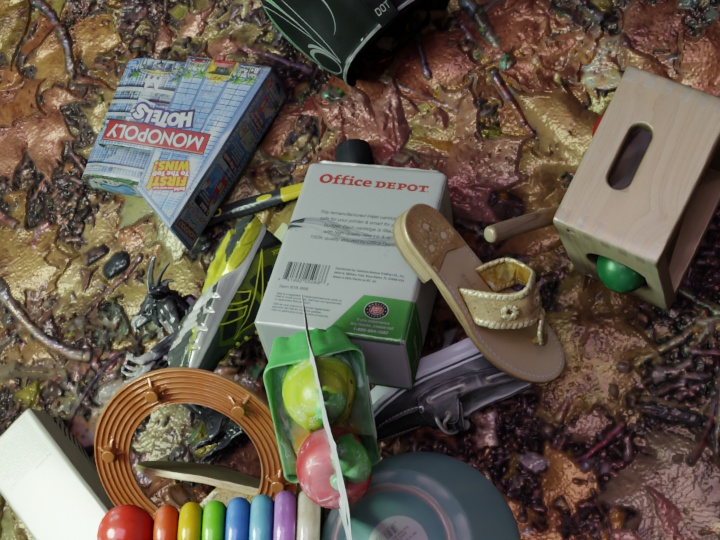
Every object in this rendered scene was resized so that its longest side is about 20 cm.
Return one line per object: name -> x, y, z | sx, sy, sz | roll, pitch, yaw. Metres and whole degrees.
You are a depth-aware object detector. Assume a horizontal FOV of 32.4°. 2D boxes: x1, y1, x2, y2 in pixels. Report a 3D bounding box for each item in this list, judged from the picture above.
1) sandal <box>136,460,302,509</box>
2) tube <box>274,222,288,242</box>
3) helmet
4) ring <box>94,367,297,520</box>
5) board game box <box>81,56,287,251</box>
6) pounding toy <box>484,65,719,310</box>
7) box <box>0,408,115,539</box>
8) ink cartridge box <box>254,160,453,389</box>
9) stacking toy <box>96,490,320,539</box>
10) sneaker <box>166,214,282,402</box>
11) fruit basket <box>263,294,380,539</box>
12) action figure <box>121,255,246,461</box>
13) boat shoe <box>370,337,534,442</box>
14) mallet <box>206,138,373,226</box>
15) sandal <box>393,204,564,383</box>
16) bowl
sandal -> -0.126, 0.229, 1.205 | 0.209, 0.078, 0.071 | 2, 89, 17
tube -> -0.028, 0.023, 1.252 | 0.199, 0.058, 0.052 | 30, 123, 26
helmet -> -0.020, -0.312, 1.283 | 0.200, 0.200, 0.191 | -39, 83, 3
ring -> -0.156, 0.184, 1.154 | 0.198, 0.019, 0.203 | 3, 113, 8
board game box -> -0.205, -0.131, 1.333 | 0.198, 0.062, 0.202 | 10, 69, 20
pounding toy -> 0.232, -0.064, 1.117 | 0.141, 0.184, 0.202 | 25, 82, 23
box -> -0.294, 0.240, 1.257 | 0.082, 0.068, 0.200 | -44, 66, 1
ink cartridge box -> 0.000, 0.000, 1.181 | 0.145, 0.083, 0.202 | 7, 55, 16
stacking toy -> -0.136, 0.236, 1.110 | 0.197, 0.085, 0.086 | 3, 73, -3
sneaker -> -0.117, 0.043, 1.192 | 0.074, 0.084, 0.202 | -23, 39, 57
fruit basket -> -0.018, 0.147, 1.034 | 0.093, 0.187, 0.200 | -15, 33, -9
action figure -> -0.189, 0.090, 1.246 | 0.101, 0.119, 0.201 | -29, 73, 0
boat shoe -> 0.082, 0.119, 1.170 | 0.199, 0.072, 0.071 | -30, 63, 5
mallet -> -0.074, -0.072, 1.302 | 0.198, 0.041, 0.066 | -23, 65, 15
sandal -> 0.123, 0.017, 1.104 | 0.212, 0.070, 0.078 | 44, 53, -10
bowl -> 0.040, 0.258, 1.124 | 0.198, 0.105, 0.203 | -6, 72, 17
